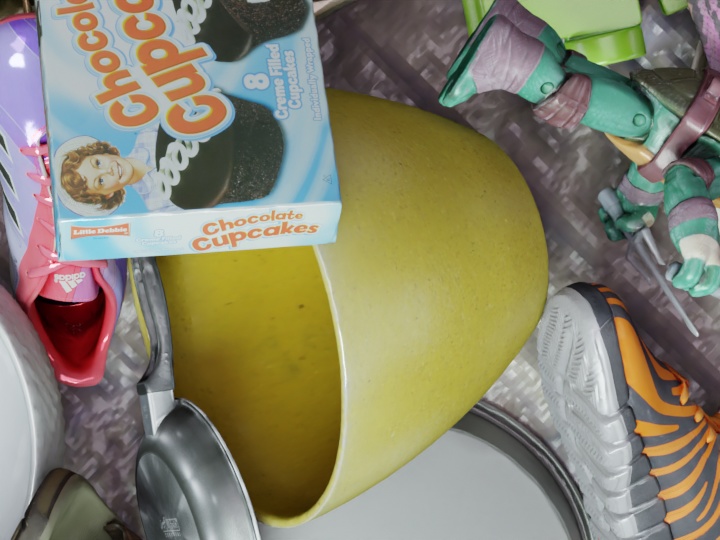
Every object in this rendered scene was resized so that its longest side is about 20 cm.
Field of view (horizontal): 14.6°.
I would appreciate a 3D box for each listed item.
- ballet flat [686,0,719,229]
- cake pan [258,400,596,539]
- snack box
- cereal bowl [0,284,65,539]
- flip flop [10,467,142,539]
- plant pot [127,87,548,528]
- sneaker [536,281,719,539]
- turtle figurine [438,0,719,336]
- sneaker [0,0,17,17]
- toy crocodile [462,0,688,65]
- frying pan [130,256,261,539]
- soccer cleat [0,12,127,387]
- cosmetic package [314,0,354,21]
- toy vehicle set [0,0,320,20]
[{"bbox_3d":[0.188,-0.054,1.311,0.071,0.069,0.201,4,127,27],"label":"ballet flat"},{"bbox_3d":[0.019,0.156,1.343,0.199,0.037,0.202,0,92,-2],"label":"cake pan"},{"bbox_3d":[-0.077,-0.101,1.172,0.115,0.037,0.201,-4,61,-8],"label":"snack box"},{"bbox_3d":[-0.223,0.075,1.293,0.199,0.083,0.201,1,94,18],"label":"cereal bowl"},{"bbox_3d":[-0.117,0.147,1.258,0.057,0.200,0.081,21,74,19],"label":"flip flop"},{"bbox_3d":[0.000,0.000,1.274,0.141,0.200,0.201,-16,94,-28],"label":"plant pot"},{"bbox_3d":[0.153,0.069,1.307,0.112,0.078,0.201,-26,130,-9],"label":"sneaker"},{"bbox_3d":[0.132,-0.047,1.250,0.199,0.150,0.101,34,88,-3],"label":"turtle figurine"},{"bbox_3d":[-0.158,-0.108,1.298,0.200,0.088,0.076,41,89,-5],"label":"sneaker"},{"bbox_3d":[0.146,-0.141,1.327,0.199,0.062,0.068,-16,94,3],"label":"toy crocodile"},{"bbox_3d":[-0.079,0.081,1.276,0.031,0.115,0.191,-17,113,-23],"label":"frying pan"},{"bbox_3d":[-0.135,-0.031,1.256,0.066,0.201,0.077,-9,52,-8],"label":"soccer cleat"},{"bbox_3d":[0.014,-0.192,1.308,0.199,0.073,0.104,-29,93,0],"label":"cosmetic package"},{"bbox_3d":[-0.112,-0.168,1.246,0.199,0.027,0.125,-10,92,-7],"label":"toy vehicle set"}]
